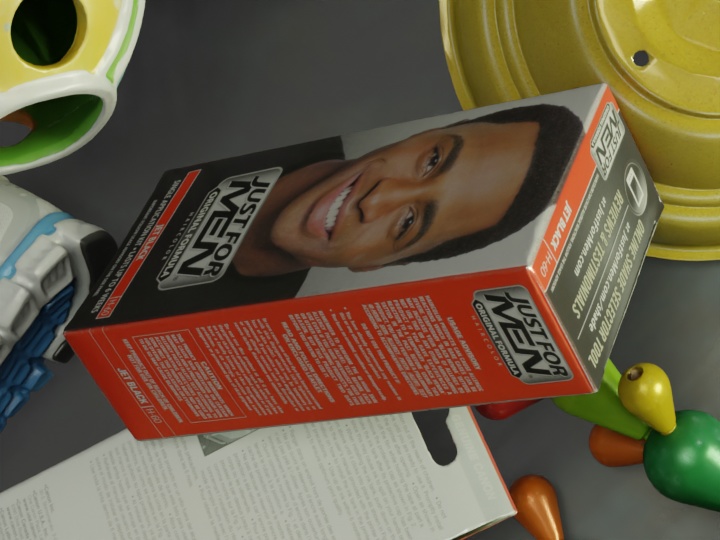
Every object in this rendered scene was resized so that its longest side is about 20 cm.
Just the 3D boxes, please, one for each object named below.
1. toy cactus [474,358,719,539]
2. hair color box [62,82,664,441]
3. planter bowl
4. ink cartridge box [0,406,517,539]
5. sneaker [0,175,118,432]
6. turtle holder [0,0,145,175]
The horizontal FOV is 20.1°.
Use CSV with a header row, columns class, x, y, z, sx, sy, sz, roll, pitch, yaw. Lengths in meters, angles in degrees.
class,x,y,z,sx,sy,sz,roll,pitch,yaw
toy cactus,0.135,0.107,0.733,0.164,0.102,0.201,-21,68,1
hair color box,0.000,0.000,0.738,0.199,0.061,0.102,-9,37,32
planter bowl,0.126,-0.101,0.736,0.199,0.083,0.202,0,94,4
ink cartridge box,-0.043,0.101,0.777,0.199,0.050,0.109,-27,57,4
sneaker,-0.189,0.046,0.837,0.086,0.075,0.200,36,84,24
turtle holder,-0.138,-0.120,0.794,0.185,0.140,0.133,-31,74,37
